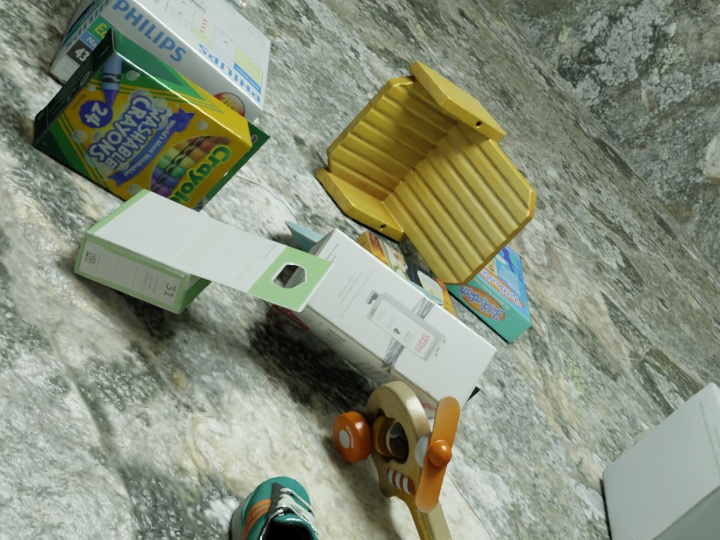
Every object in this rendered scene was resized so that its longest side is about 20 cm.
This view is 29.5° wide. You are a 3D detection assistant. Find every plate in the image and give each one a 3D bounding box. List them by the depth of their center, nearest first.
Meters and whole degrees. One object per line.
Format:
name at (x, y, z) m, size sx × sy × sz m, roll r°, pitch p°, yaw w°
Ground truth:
plate at (0.000, 0.000, 1.511) m, size 0.199 × 0.026 × 0.200 m, roll 27°, pitch 3°, yaw -2°

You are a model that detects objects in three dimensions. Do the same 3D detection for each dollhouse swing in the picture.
dollhouse swing at (0.086, -0.108, 1.709) m, size 0.181 × 0.200 × 0.176 m, roll 25°, pitch 28°, yaw -43°

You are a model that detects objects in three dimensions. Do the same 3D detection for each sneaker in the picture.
sneaker at (-0.057, 0.210, 1.048) m, size 0.071 × 0.080 × 0.200 m, roll 42°, pitch 21°, yaw -11°

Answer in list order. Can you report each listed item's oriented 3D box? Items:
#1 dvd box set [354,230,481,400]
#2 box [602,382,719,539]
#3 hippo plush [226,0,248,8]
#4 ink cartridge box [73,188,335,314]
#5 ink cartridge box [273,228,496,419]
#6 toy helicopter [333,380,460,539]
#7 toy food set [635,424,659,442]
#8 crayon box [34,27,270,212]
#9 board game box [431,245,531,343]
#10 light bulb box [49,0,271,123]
dvd box set at (0.065, 0.053, 1.630) m, size 0.146 × 0.029 × 0.201 m, roll 34°, pitch 24°, yaw -31°
box at (0.422, 0.291, 1.650) m, size 0.171 × 0.200 × 0.199 m, roll 38°, pitch 24°, yaw -14°
hippo plush at (-0.208, -0.448, 1.885) m, size 0.158 × 0.200 × 0.162 m, roll 21°, pitch 51°, yaw -4°
ink cartridge box at (-0.135, -0.003, 1.221) m, size 0.199 × 0.048 × 0.146 m, roll 23°, pitch 21°, yaw 4°
ink cartridge box at (0.020, 0.057, 1.356) m, size 0.199 × 0.083 × 0.146 m, roll 37°, pitch -11°, yaw -5°
toy helicopter at (0.059, 0.197, 1.254) m, size 0.078 × 0.132 × 0.201 m, roll -12°, pitch 75°, yaw -33°
toy food set at (0.464, 0.307, 1.915) m, size 0.200 × 0.060 × 0.144 m, roll 32°, pitch 23°, yaw -52°
crayon box at (-0.196, -0.126, 1.318) m, size 0.199 × 0.126 × 0.052 m, roll 32°, pitch 26°, yaw -33°
board game box at (0.164, -0.006, 1.900) m, size 0.152 × 0.045 × 0.200 m, roll 41°, pitch 22°, yaw -17°
light bulb box at (-0.210, -0.234, 1.486) m, size 0.198 × 0.125 × 0.201 m, roll 39°, pitch 23°, yaw -21°
